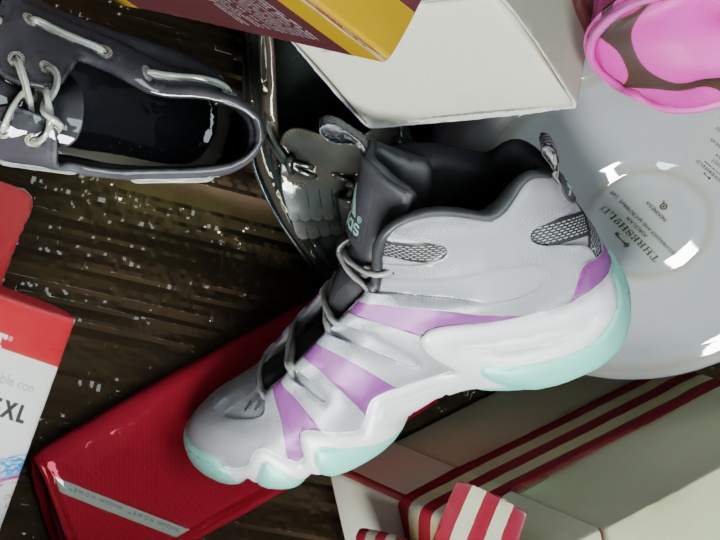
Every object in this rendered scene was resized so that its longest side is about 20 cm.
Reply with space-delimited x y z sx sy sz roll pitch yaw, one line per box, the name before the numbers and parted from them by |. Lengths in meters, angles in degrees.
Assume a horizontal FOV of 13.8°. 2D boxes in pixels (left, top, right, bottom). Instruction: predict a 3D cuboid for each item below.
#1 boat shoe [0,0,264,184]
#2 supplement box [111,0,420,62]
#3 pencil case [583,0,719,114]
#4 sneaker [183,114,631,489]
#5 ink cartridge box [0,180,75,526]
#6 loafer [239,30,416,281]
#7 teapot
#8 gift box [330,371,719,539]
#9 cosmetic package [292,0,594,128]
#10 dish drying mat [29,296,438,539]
boat shoe | -0.126 -0.075 1.181 0.199 0.063 0.073 13 92 -37
supplement box | -0.043 -0.207 1.124 0.133 0.200 0.198 34 81 -36
pencil case | 0.149 -0.162 1.197 0.091 0.093 0.201 41 50 -40
sneaker | 0.000 0.000 1.222 0.199 0.078 0.140 -23 121 5
ink cartridge box | -0.192 0.052 1.162 0.116 0.067 0.201 20 88 -36
loafer | -0.017 -0.074 1.249 0.072 0.063 0.201 -16 109 -2
teapot | 0.115 -0.062 1.310 0.196 0.146 0.201 -2 125 -2
gift box | 0.104 0.147 1.316 0.186 0.200 0.185 -24 109 -27
cosmetic package | 0.044 -0.167 1.202 0.087 0.103 0.201 48 47 -50
dish drying mat | -0.051 0.069 1.295 0.199 0.018 0.077 -28 114 -27
